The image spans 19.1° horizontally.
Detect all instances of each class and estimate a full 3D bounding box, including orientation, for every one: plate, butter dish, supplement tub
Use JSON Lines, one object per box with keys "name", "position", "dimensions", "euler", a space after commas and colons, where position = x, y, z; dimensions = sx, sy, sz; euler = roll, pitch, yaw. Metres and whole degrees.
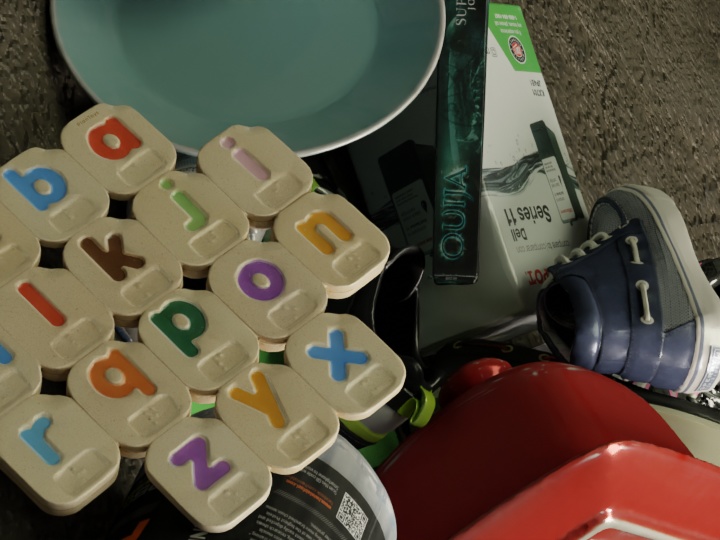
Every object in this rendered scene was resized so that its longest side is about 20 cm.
{"name": "plate", "position": [-0.057, -0.129, 1.081], "dimensions": [0.026, 0.199, 0.201], "euler": [100, -9, -56]}
{"name": "butter dish", "position": [0.085, 0.113, 1.129], "dimensions": [0.200, 0.199, 0.148], "euler": [23, 37, -50]}
{"name": "supplement tub", "position": [-0.063, 0.158, 0.889], "dimensions": [0.123, 0.122, 0.200], "euler": [56, 30, -22]}

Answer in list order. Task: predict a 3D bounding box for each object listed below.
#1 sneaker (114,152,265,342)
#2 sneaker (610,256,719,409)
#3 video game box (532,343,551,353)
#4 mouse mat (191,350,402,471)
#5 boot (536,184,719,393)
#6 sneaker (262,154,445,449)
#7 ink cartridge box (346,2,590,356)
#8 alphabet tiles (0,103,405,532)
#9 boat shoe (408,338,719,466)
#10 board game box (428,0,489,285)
{"name": "sneaker", "position": [-0.073, -0.014, 1.023], "dimensions": [0.075, 0.082, 0.200], "euler": [54, 34, -19]}
{"name": "sneaker", "position": [0.196, 0.067, 1.281], "dimensions": [0.080, 0.086, 0.200], "euler": [35, 46, -35]}
{"name": "video game box", "position": [0.175, 0.153, 1.320], "dimensions": [0.182, 0.047, 0.201], "euler": [14, 58, -49]}
{"name": "mouse mat", "position": [-0.048, 0.045, 1.118], "dimensions": [0.200, 0.008, 0.161], "euler": [-15, 83, -62]}
{"name": "boot", "position": [0.142, 0.001, 1.240], "dimensions": [0.090, 0.073, 0.200], "euler": [8, 23, -13]}
{"name": "sneaker", "position": [0.000, 0.000, 1.128], "dimensions": [0.072, 0.083, 0.200], "euler": [24, 43, -52]}
{"name": "ink cartridge box", "position": [0.067, -0.058, 1.309], "dimensions": [0.146, 0.083, 0.201], "euler": [-8, 79, -61]}
{"name": "alphabet tiles", "position": [-0.086, 0.016, 0.915], "dimensions": [0.196, 0.015, 0.200], "euler": [42, 60, 18]}
{"name": "boat shoe", "position": [0.130, 0.081, 1.216], "dimensions": [0.063, 0.201, 0.074], "euler": [-67, 161, -47]}
{"name": "board game box", "position": [0.055, -0.093, 1.162], "dimensions": [0.135, 0.028, 0.201], "euler": [47, 46, -86]}
